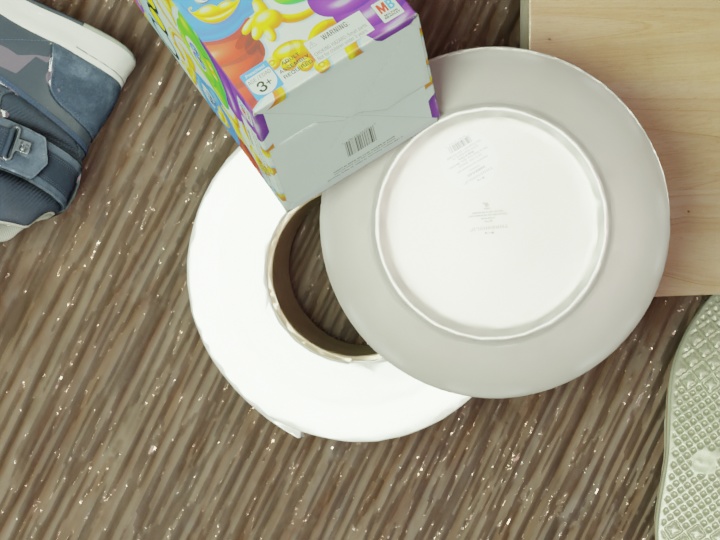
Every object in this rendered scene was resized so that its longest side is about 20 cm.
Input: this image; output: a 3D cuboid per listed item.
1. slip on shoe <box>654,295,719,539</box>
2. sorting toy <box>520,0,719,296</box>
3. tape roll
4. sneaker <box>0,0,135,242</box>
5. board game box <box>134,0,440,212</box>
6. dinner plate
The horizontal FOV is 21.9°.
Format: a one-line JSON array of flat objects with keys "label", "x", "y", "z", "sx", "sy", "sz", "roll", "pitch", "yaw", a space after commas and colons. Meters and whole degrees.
[{"label": "slip on shoe", "x": 0.236, "y": 0.102, "z": 1.220, "sx": 0.074, "sy": 0.061, "sz": 0.200, "roll": 10, "pitch": 81, "yaw": 18}, {"label": "sorting toy", "x": 0.190, "y": -0.087, "z": 1.177, "sx": 0.200, "sy": 0.070, "sz": 0.199, "roll": -2, "pitch": 97, "yaw": -13}, {"label": "tape roll", "x": 0.000, "y": 0.000, "z": 1.108, "sx": 0.202, "sy": 0.071, "sz": 0.203, "roll": 0, "pitch": 93, "yaw": 6}, {"label": "sneaker", "x": -0.244, "y": -0.099, "z": 1.054, "sx": 0.202, "sy": 0.077, "sz": 0.146, "roll": 25, "pitch": 77, "yaw": -16}, {"label": "board game box", "x": -0.057, "y": -0.152, "z": 1.037, "sx": 0.105, "sy": 0.103, "sz": 0.200, "roll": -32, "pitch": 61, "yaw": -8}, {"label": "dinner plate", "x": 0.075, "y": -0.027, "z": 1.052, "sx": 0.200, "sy": 0.024, "sz": 0.201, "roll": 0, "pitch": 91, "yaw": 6}]
